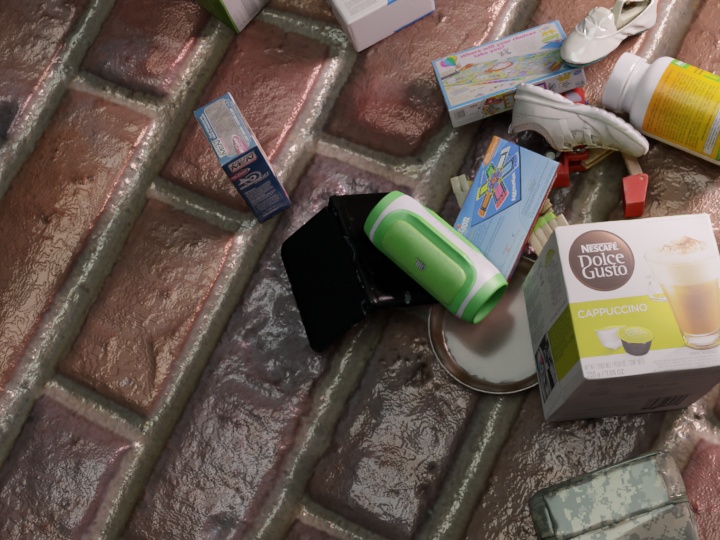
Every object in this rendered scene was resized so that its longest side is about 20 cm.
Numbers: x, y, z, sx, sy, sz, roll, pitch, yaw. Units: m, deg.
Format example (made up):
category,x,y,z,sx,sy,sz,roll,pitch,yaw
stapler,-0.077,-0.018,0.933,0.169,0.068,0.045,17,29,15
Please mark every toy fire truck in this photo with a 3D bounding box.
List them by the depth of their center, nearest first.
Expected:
category,x,y,z,sx,sy,sz,roll,pitch,yaw
toy fire truck,0.331,-0.173,1.615,0.140,0.049,0.201,-3,68,10

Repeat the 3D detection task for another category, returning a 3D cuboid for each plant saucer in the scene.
category,x,y,z,sx,sy,sz,roll,pitch,yaw
plant saucer,0.193,0.075,1.560,0.199,0.032,0.201,-4,70,10

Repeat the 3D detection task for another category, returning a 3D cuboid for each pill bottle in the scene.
category,x,y,z,sx,sy,sz,roll,pitch,yaw
pill bottle,0.444,-0.230,1.578,0.199,0.111,0.111,26,77,19

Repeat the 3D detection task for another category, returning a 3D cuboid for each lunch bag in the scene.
category,x,y,z,sx,sy,sz,roll,pitch,yaw
lunch bag,0.314,0.332,1.380,0.199,0.139,0.168,-19,66,5

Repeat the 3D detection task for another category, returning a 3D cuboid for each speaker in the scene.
category,x,y,z,sx,sy,sz,roll,pitch,yaw
speaker,0.100,-0.018,1.531,0.200,0.088,0.088,41,82,17

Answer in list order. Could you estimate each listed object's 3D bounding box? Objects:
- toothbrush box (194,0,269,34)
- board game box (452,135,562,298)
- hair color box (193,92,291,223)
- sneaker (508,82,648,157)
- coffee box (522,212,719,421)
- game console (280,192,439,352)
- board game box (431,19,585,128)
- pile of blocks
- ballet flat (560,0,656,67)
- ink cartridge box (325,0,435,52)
category,x,y,z,sx,sy,sz,roll,pitch,yaw
toothbrush box,-0.254,-0.491,1.803,0.200,0.146,0.086,41,83,21
board game box,0.188,-0.074,1.559,0.103,0.019,0.201,25,94,18
hair color box,-0.166,-0.158,1.630,0.060,0.200,0.100,-29,67,-1
sneaker,0.300,-0.192,1.576,0.199,0.075,0.082,23,103,15
coffee box,0.332,0.061,1.425,0.199,0.200,0.199,-5,69,-6
game console,0.000,0.000,1.619,0.175,0.117,0.201,-5,53,-22
board game box,0.214,-0.289,1.662,0.199,0.034,0.135,-17,43,5
pile of blocks,0.220,-0.082,1.593,0.200,0.062,0.082,35,97,17
ballet flat,0.356,-0.355,1.625,0.200,0.070,0.069,-31,63,-33
ink cartridge box,0.006,-0.466,1.772,0.146,0.084,0.201,-28,66,0
